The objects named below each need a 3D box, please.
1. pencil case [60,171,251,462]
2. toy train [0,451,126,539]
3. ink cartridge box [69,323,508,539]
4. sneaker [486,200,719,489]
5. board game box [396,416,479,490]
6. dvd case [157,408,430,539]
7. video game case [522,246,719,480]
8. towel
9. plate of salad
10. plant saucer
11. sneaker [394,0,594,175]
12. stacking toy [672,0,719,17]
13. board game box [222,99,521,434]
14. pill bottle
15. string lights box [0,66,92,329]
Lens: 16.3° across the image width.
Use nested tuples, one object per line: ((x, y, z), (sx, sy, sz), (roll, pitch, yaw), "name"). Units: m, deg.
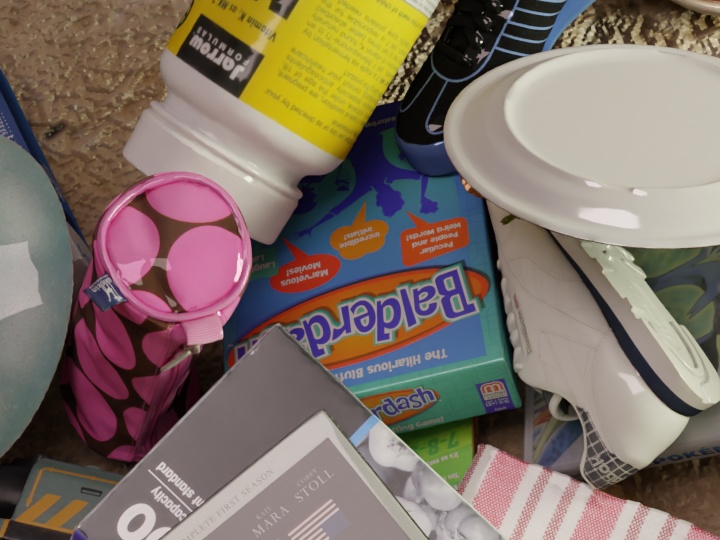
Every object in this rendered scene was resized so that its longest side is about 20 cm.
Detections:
((-0.110, 0.033, 1.312), (0.090, 0.200, 0.094), (-23, 72, -20), "pencil case")
((-0.124, 0.159, 1.316), (0.198, 0.085, 0.115), (10, 59, 17), "toy train")
((-0.039, 0.162, 1.228), (0.198, 0.043, 0.200), (42, 80, 11), "ink cartridge box")
((0.104, 0.019, 1.294), (0.081, 0.076, 0.201), (-47, 45, 19), "sneaker")
((0.016, 0.125, 1.323), (0.095, 0.030, 0.201), (-7, 59, 13), "board game box")
((-0.013, 0.188, 1.186), (0.150, 0.025, 0.200), (-38, 80, -9), "dvd case")
((0.168, 0.003, 1.313), (0.181, 0.022, 0.201), (-14, 59, 31), "video game case")
((0.120, 0.187, 1.247), (0.199, 0.030, 0.147), (22, 73, 15), "towel")
((0.140, -0.058, 1.266), (0.198, 0.048, 0.201), (1, 33, -1), "plate of salad")
((-0.240, 0.018, 1.369), (0.200, 0.039, 0.203), (-10, 74, 35), "plant saucer")
((0.077, -0.147, 1.351), (0.070, 0.078, 0.200), (32, 81, 41), "sneaker")
((0.200, -0.244, 1.360), (0.145, 0.200, 0.147), (-7, 61, 13), "stacking toy")
((0.000, 0.000, 1.359), (0.151, 0.045, 0.201), (-14, 49, 8), "board game box")
((-0.035, -0.122, 1.329), (0.114, 0.114, 0.201), (33, 94, 27), "pill bottle")
((-0.231, -0.044, 1.460), (0.102, 0.059, 0.201), (-29, 60, 0), "string lights box")
